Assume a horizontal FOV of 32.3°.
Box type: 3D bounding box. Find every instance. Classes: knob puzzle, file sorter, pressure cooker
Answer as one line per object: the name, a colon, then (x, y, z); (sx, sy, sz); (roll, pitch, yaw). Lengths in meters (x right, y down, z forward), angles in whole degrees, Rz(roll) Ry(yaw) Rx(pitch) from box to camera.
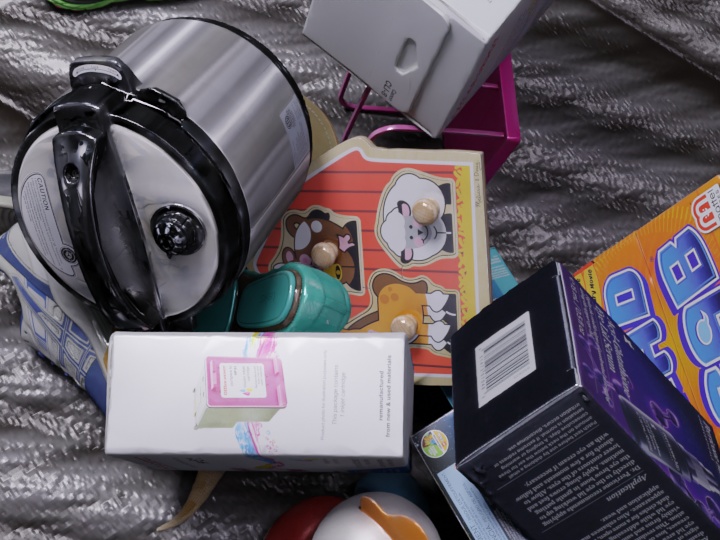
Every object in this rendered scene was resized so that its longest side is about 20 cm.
knob puzzle: (0.000, 0.000, 0.940); (0.220, 0.220, 0.030); (45, 27, 5)
file sorter: (0.049, -0.174, 1.097); (0.124, 0.139, 0.202); (3, 66, -16)
pressure cooker: (-0.140, -0.065, 0.857); (0.176, 0.179, 0.201); (40, 39, -8)

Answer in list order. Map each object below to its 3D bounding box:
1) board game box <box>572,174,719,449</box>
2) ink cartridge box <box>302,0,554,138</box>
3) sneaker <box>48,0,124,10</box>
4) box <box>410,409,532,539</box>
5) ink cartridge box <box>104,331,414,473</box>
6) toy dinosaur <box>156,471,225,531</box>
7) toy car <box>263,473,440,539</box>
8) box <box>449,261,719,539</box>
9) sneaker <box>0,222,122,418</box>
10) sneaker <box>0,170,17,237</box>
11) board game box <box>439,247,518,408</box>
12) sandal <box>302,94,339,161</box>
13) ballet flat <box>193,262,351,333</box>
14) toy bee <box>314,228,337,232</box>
board game box: (0.330, 0.055, 1.034); (0.198, 0.200, 0.202); (-2, 67, -32)
ink cartridge box: (0.075, -0.240, 0.976); (0.144, 0.146, 0.200); (37, 63, 4)
sneaker: (-0.189, -0.284, 1.096); (0.199, 0.084, 0.077); (-24, 77, -26)
box: (0.092, 0.178, 0.923); (0.037, 0.200, 0.137); (-32, 78, 0)
ink cartridge box: (-0.064, 0.094, 0.862); (0.197, 0.145, 0.086); (1, 77, 5)
toy dinosaur: (-0.095, 0.122, 0.975); (0.100, 0.058, 0.202); (8, 60, 2)
toy car: (0.015, 0.226, 0.871); (0.183, 0.200, 0.178); (-31, 79, -27)
box: (0.162, 0.121, 0.858); (0.200, 0.104, 0.149); (43, 24, -22)
sneaker: (-0.210, 0.049, 0.954); (0.202, 0.087, 0.075); (67, 27, -6)
sneaker: (-0.251, -0.069, 0.997); (0.198, 0.075, 0.107); (1, 54, -17)
board game box: (0.118, 0.082, 1.015); (0.201, 0.047, 0.151); (59, 27, 11)
sandal: (-0.063, -0.116, 1.071); (0.078, 0.070, 0.212); (-42, 58, 7)
ballet flat: (-0.072, 0.032, 0.931); (0.070, 0.199, 0.068); (20, 77, -31)
toy bee: (-0.017, -0.007, 1.020); (0.108, 0.131, 0.201); (21, 70, 19)
